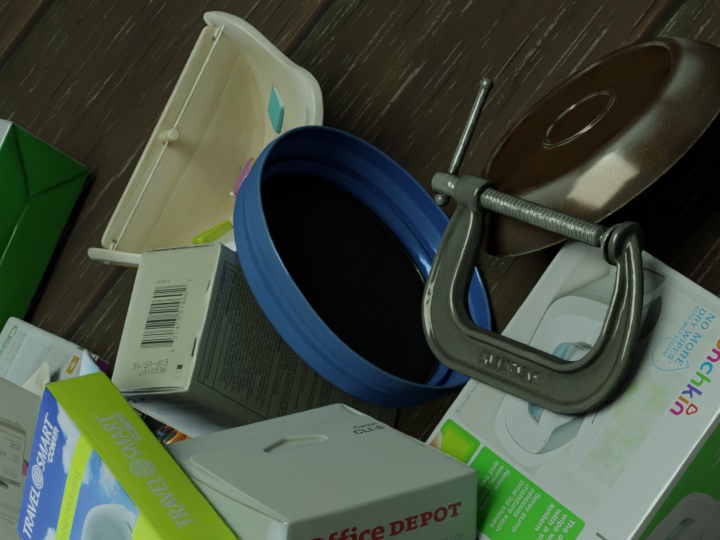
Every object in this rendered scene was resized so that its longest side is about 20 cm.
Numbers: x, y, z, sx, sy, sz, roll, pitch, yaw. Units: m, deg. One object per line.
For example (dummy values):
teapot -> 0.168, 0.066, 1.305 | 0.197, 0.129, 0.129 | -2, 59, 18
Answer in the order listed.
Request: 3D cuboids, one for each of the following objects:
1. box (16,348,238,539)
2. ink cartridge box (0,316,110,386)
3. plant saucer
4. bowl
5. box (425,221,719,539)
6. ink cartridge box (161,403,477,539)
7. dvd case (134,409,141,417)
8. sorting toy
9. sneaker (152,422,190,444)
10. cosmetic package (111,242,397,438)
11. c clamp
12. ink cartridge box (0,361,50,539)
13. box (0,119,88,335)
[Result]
box -> -0.142, 0.154, 1.405 | 0.200, 0.048, 0.122 | 47, 134, 38
ink cartridge box -> -0.257, 0.141, 1.750 | 0.197, 0.043, 0.200 | -62, 28, -6
plant saucer -> 0.146, -0.086, 1.513 | 0.200, 0.032, 0.200 | -35, 18, 13
bowl -> 0.000, 0.000, 1.539 | 0.039, 0.200, 0.201 | -39, 47, 33
box -> 0.156, 0.100, 1.425 | 0.200, 0.097, 0.176 | -54, 43, 1
ink cartridge box -> -0.028, 0.201, 1.424 | 0.144, 0.145, 0.201 | 21, 117, 50
dvd case -> -0.231, 0.176, 1.730 | 0.200, 0.016, 0.149 | -62, 23, -4
sorting toy -> -0.083, -0.073, 1.669 | 0.200, 0.107, 0.180 | -65, 21, -7
sneaker -> -0.147, 0.186, 1.648 | 0.200, 0.078, 0.075 | -51, 9, 28
cosmetic package -> -0.063, 0.068, 1.552 | 0.073, 0.200, 0.104 | -5, 63, 38
c clamp -> 0.101, -0.010, 1.428 | 0.200, 0.027, 0.171 | 29, 99, 45
ink cartridge box -> -0.275, 0.151, 1.648 | 0.116, 0.067, 0.200 | -43, 31, 32
box -> -0.340, -0.024, 1.898 | 0.176, 0.097, 0.201 | 13, 76, 44
